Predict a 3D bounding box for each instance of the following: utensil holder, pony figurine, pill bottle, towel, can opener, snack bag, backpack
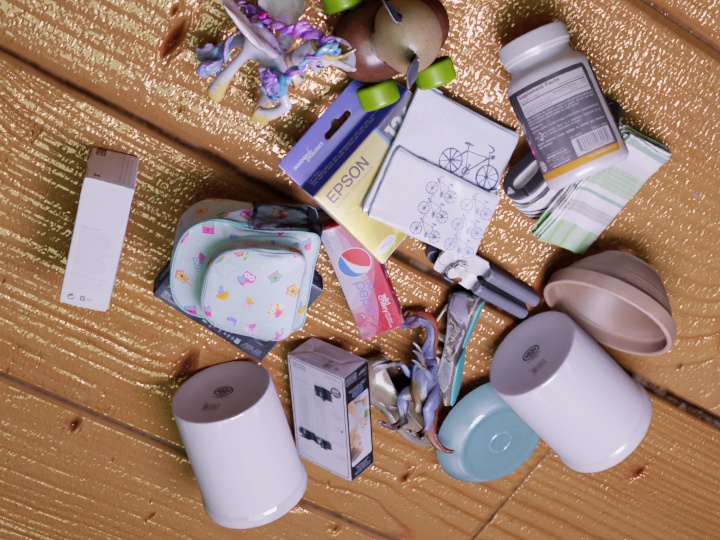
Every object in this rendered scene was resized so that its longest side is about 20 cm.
[{"bbox_3d":[0.317,0.182,1.749,0.170,0.170,0.200,-38,117,16],"label":"utensil holder"},{"bbox_3d":[-0.121,-0.288,1.451,0.200,0.167,0.193,-30,108,39],"label":"pony figurine"},{"bbox_3d":[0.263,-0.216,1.509,0.116,0.116,0.201,-24,88,9],"label":"pill bottle"},{"bbox_3d":[0.346,-0.108,1.631,0.149,0.031,0.200,15,120,-47],"label":"towel"},{"bbox_3d":[0.185,0.008,1.712,0.200,0.067,0.053,29,115,-30],"label":"can opener"},{"bbox_3d":[-0.186,0.263,1.762,0.169,0.170,0.201,-13,118,2],"label":"utensil holder"},{"bbox_3d":[0.119,-0.134,1.579,0.188,0.021,0.201,23,92,-26],"label":"snack bag"},{"bbox_3d":[-0.162,-0.004,1.560,0.199,0.153,0.176,12,120,-4],"label":"backpack"}]

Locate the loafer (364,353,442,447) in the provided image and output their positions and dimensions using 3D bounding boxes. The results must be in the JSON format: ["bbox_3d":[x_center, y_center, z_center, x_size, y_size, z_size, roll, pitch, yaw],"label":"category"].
[{"bbox_3d":[0.067,0.204,1.802,0.067,0.076,0.200,-38,117,23],"label":"loafer"}]

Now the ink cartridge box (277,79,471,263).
[{"bbox_3d":[0.024,-0.147,1.569,0.198,0.047,0.200,-49,117,-3],"label":"ink cartridge box"}]

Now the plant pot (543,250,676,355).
[{"bbox_3d":[0.381,0.036,1.699,0.201,0.201,0.093,40,69,-25],"label":"plant pot"}]

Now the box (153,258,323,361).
[{"bbox_3d":[-0.178,0.021,1.683,0.200,0.051,0.158,33,113,-21],"label":"box"}]

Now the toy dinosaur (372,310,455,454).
[{"bbox_3d":[0.088,0.159,1.747,0.200,0.105,0.182,36,72,-49],"label":"toy dinosaur"}]

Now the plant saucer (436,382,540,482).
[{"bbox_3d":[0.218,0.268,1.843,0.199,0.036,0.201,-13,123,-20],"label":"plant saucer"}]

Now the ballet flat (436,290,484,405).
[{"bbox_3d":[0.137,0.116,1.771,0.072,0.072,0.201,7,120,-10],"label":"ballet flat"}]

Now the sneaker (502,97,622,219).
[{"bbox_3d":[0.297,-0.152,1.630,0.200,0.076,0.115,-41,145,3],"label":"sneaker"}]

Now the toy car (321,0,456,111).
[{"bbox_3d":[0.038,-0.284,1.417,0.157,0.200,0.165,-19,106,6],"label":"toy car"}]

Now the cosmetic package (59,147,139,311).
[{"bbox_3d":[-0.361,-0.056,1.590,0.074,0.102,0.200,13,120,-14],"label":"cosmetic package"}]

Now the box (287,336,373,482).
[{"bbox_3d":[-0.045,0.215,1.773,0.116,0.060,0.201,19,127,34],"label":"box"}]

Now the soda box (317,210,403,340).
[{"bbox_3d":[0.000,0.000,1.681,0.070,0.063,0.200,-19,120,6],"label":"soda box"}]
